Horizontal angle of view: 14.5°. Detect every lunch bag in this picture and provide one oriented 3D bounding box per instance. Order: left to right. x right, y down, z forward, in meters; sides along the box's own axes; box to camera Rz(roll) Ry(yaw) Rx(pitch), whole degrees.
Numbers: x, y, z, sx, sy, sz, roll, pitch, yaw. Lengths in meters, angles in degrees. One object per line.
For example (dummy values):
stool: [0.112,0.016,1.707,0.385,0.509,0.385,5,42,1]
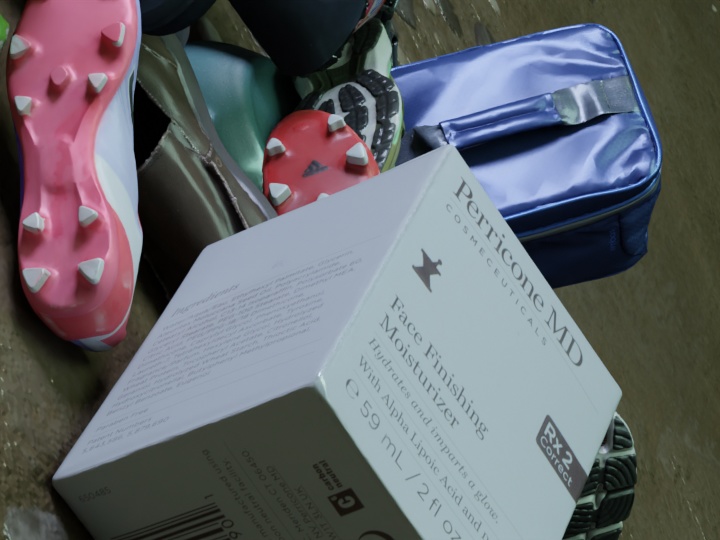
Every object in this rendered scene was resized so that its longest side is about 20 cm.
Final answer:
lunch bag: [0.088,-0.069,1.799,0.133,0.199,0.136,88,-15,-60]

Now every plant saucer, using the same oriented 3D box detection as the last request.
plant saucer: [-0.042,-0.056,1.692,0.200,0.036,0.200,51,22,-30]

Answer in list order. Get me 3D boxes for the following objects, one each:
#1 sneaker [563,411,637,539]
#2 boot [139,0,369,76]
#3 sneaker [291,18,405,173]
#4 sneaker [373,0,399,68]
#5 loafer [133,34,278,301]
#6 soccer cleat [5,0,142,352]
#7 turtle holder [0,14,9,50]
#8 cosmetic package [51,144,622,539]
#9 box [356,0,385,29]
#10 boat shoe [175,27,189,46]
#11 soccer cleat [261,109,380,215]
sneaker: [0.099,0.140,1.632,0.077,0.201,0.085,-3,44,-22]
boot: [-0.058,-0.159,1.510,0.168,0.076,0.201,54,35,-41]
sneaker: [0.003,-0.073,1.674,0.200,0.077,0.089,-86,155,-58]
sneaker: [0.006,-0.162,1.846,0.200,0.114,0.076,52,23,-32]
loafer: [-0.103,-0.040,1.475,0.071,0.073,0.201,-6,63,-60]
soccer cleat: [-0.135,-0.059,1.377,0.077,0.066,0.201,69,17,-64]
turtle holder: [-0.187,-0.201,1.353,0.186,0.140,0.132,60,3,8]
cosmetic package: [-0.005,0.079,1.332,0.165,0.164,0.200,54,36,-20]
box: [-0.061,-0.231,1.672,0.199,0.096,0.100,34,20,3]
boat shoe: [-0.160,-0.200,1.519,0.200,0.071,0.091,44,29,-38]
soccer cleat: [0.000,0.000,1.545,0.201,0.068,0.085,61,-7,31]
